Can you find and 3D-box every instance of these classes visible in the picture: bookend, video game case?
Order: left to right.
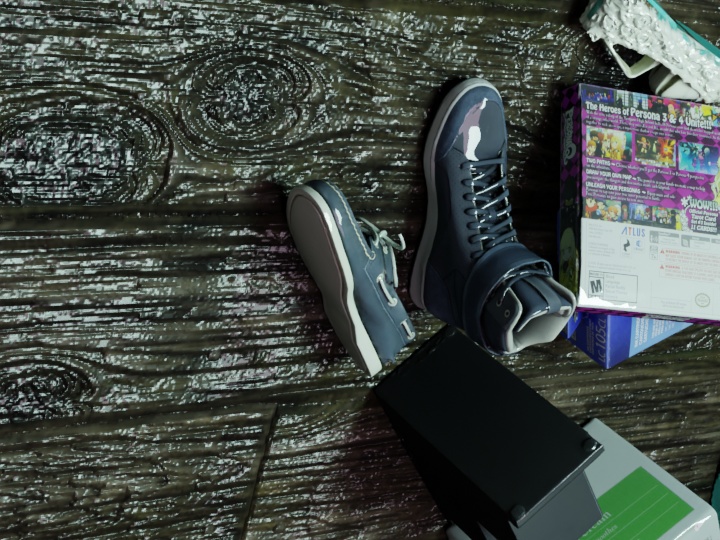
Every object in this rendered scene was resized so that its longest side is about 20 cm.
[{"bbox_3d":[0.130,0.180,1.223,0.092,0.200,0.200,-38,132,-12],"label":"bookend"},{"bbox_3d":[0.255,-0.050,1.208,0.198,0.036,0.184,5,81,-24],"label":"video game case"}]

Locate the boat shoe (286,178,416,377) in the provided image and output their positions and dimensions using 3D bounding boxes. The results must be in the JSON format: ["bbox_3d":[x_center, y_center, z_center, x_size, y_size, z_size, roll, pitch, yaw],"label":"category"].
[{"bbox_3d":[0.000,0.000,1.103,0.062,0.075,0.201,-34,133,-14],"label":"boat shoe"}]

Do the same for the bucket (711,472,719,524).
[{"bbox_3d":[0.479,0.268,1.551,0.133,0.207,0.210,-10,122,-23],"label":"bucket"}]

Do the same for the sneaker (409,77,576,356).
[{"bbox_3d":[0.109,-0.033,1.121,0.076,0.146,0.205,-11,120,-30],"label":"sneaker"}]

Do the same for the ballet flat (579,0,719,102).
[{"bbox_3d":[0.249,-0.181,1.203,0.199,0.072,0.072,28,97,-38],"label":"ballet flat"}]

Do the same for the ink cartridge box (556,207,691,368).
[{"bbox_3d":[0.247,-0.007,1.291,0.198,0.076,0.138,-23,128,-23],"label":"ink cartridge box"}]

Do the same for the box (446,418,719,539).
[{"bbox_3d":[0.220,0.296,1.381,0.198,0.171,0.201,-33,131,-17],"label":"box"}]
